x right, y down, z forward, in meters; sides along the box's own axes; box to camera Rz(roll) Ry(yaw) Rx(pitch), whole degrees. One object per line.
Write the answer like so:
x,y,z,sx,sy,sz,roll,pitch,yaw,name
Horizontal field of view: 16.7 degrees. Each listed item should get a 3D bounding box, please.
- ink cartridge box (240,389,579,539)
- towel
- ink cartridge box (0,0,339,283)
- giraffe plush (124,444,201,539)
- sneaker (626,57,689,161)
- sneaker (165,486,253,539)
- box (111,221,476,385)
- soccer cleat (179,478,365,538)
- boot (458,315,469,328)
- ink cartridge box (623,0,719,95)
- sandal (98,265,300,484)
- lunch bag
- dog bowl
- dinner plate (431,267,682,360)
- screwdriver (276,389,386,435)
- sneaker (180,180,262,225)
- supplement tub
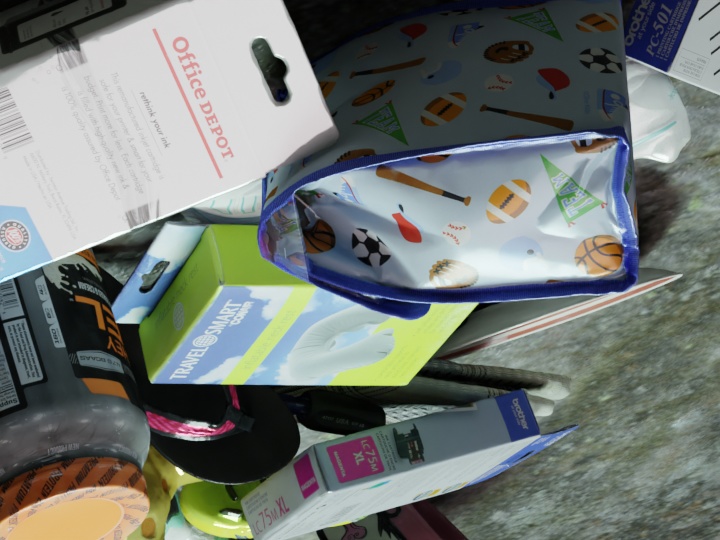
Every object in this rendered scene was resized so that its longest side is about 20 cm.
0.033,0.126,1.614,0.200,0.042,0.119,-10,163,-31,ink cartridge box
0.019,0.092,1.696,0.200,0.035,0.192,8,164,-44,towel
-0.124,-0.087,1.255,0.200,0.068,0.116,-21,124,2,ink cartridge box
-0.147,0.107,1.575,0.162,0.200,0.173,-42,158,-29,giraffe plush
0.107,-0.058,1.471,0.200,0.080,0.070,-31,-165,24,sneaker
-0.158,0.186,1.750,0.140,0.078,0.200,-17,139,30,sneaker
-0.039,0.021,1.450,0.200,0.048,0.122,1,149,-27,box
-0.054,0.164,1.716,0.200,0.065,0.084,-8,146,-48,soccer cleat
0.000,0.000,1.562,0.200,0.075,0.097,-13,144,-35,boot
0.237,-0.143,1.432,0.200,0.044,0.094,14,101,-48,ink cartridge box
-0.117,0.066,1.494,0.200,0.075,0.045,39,163,-21,sandal
0.048,-0.062,1.322,0.200,0.170,0.124,-5,121,6,lunch bag
0.059,0.247,1.924,0.074,0.200,0.200,-45,150,2,dog bowl
0.124,0.027,1.684,0.200,0.024,0.200,-18,176,-1,dinner plate
-0.072,0.082,1.557,0.200,0.028,0.029,11,136,-27,screwdriver
-0.085,-0.052,1.393,0.200,0.071,0.080,6,145,-43,sneaker
-0.191,0.058,1.377,0.122,0.200,0.123,-16,154,-8,supplement tub
